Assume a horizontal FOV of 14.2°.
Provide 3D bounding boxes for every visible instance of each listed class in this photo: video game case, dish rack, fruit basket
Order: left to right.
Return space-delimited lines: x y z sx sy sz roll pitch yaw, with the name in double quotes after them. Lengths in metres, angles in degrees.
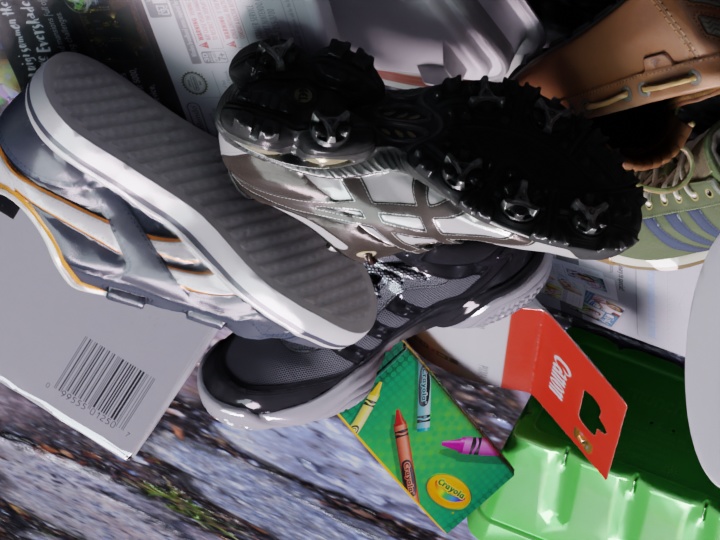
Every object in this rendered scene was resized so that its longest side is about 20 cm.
-0.104 -0.122 1.316 0.181 0.023 0.200 -2 142 14 "video game case"
-0.027 -0.142 1.364 0.199 0.044 0.172 11 156 39 "dish rack"
0.173 0.158 1.763 0.215 0.156 0.216 21 145 15 "fruit basket"

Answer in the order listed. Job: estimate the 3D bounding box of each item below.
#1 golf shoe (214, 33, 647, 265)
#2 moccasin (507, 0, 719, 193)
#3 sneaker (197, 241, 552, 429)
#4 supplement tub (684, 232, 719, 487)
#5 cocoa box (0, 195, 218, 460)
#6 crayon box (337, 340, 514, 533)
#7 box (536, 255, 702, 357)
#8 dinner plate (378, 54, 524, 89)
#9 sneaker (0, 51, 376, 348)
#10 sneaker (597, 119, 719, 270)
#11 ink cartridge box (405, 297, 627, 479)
0.031 -0.042 1.316 0.199 0.078 0.095 20 146 5 "golf shoe"
0.122 -0.074 1.336 0.073 0.078 0.201 -10 168 -33 "moccasin"
0.000 0.000 1.465 0.076 0.199 0.114 58 171 35 "sneaker"
0.261 0.044 1.309 0.199 0.141 0.140 5 165 -14 "supplement tub"
-0.163 -0.022 1.521 0.200 0.134 0.131 32 -166 -6 "cocoa box"
0.003 0.061 1.736 0.119 0.058 0.200 49 179 -32 "crayon box"
0.159 -0.005 1.549 0.199 0.041 0.156 22 160 15 "box"
-0.009 -0.150 1.416 0.199 0.024 0.200 23 161 9 "dinner plate"
-0.087 -0.019 1.362 0.200 0.079 0.079 37 126 -16 "sneaker"
0.174 -0.045 1.395 0.199 0.067 0.090 7 153 30 "sneaker"
0.063 0.031 1.613 0.200 0.057 0.163 55 170 16 "ink cartridge box"
